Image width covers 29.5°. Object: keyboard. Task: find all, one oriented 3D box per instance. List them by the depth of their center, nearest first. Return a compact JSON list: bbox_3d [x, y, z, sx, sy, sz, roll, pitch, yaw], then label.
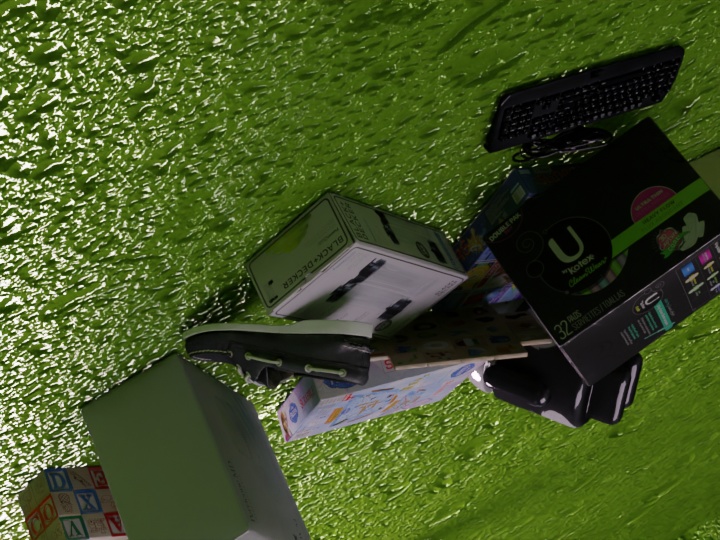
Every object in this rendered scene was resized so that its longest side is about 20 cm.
[{"bbox_3d":[0.212,-0.143,1.265,0.199,0.040,0.104,-17,151,-18],"label":"keyboard"}]

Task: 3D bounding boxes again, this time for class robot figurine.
[{"bbox_3d":[0.211,0.098,1.528,0.125,0.199,0.150,-66,157,-8],"label":"robot figurine"}]

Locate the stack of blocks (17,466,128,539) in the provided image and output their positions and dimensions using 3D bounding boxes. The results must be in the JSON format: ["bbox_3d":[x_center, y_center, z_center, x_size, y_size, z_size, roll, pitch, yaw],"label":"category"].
[{"bbox_3d":[-0.260,0.276,1.485,0.199,0.116,0.059,7,138,-48],"label":"stack of blocks"}]

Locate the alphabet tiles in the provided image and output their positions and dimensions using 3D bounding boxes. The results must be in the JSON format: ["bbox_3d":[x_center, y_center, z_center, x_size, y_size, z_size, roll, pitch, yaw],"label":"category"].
[{"bbox_3d":[0.088,0.067,1.397,0.199,0.006,0.166,-6,-165,-6],"label":"alphabet tiles"}]

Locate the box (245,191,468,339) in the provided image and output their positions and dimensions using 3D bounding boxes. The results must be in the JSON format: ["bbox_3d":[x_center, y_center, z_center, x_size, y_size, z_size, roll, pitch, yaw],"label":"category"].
[{"bbox_3d":[0.000,0.000,1.297,0.117,0.060,0.200,-40,152,24],"label":"box"}]

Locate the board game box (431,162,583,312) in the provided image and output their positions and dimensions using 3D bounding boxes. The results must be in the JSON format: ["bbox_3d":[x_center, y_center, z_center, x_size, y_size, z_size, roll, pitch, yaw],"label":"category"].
[{"bbox_3d":[0.166,-0.034,1.420,0.135,0.035,0.200,-7,147,-37],"label":"board game box"}]

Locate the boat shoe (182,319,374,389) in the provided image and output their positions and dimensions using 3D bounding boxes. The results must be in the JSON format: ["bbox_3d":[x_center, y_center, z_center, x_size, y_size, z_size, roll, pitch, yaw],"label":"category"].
[{"bbox_3d":[-0.082,0.080,1.272,0.199,0.061,0.075,-5,168,31],"label":"boat shoe"}]

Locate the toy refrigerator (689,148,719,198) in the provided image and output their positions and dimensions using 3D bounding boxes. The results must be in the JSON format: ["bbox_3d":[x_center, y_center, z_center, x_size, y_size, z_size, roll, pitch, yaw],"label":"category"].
[{"bbox_3d":[0.438,-0.107,1.511,0.199,0.070,0.076,-26,147,-5],"label":"toy refrigerator"}]

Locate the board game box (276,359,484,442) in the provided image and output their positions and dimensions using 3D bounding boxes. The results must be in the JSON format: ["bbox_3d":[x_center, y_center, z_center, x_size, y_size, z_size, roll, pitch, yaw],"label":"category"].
[{"bbox_3d":[0.022,0.125,1.500,0.198,0.041,0.200,-13,165,-19],"label":"board game box"}]

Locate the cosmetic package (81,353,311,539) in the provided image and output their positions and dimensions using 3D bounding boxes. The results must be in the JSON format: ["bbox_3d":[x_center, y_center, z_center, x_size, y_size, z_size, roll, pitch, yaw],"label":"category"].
[{"bbox_3d":[-0.159,0.219,1.383,0.122,0.200,0.200,-30,154,8],"label":"cosmetic package"}]

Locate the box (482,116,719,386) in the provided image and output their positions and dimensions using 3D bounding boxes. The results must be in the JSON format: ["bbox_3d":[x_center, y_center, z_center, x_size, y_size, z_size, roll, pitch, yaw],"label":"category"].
[{"bbox_3d":[0.250,-0.016,1.320,0.200,0.149,0.124,-37,148,5],"label":"box"}]
